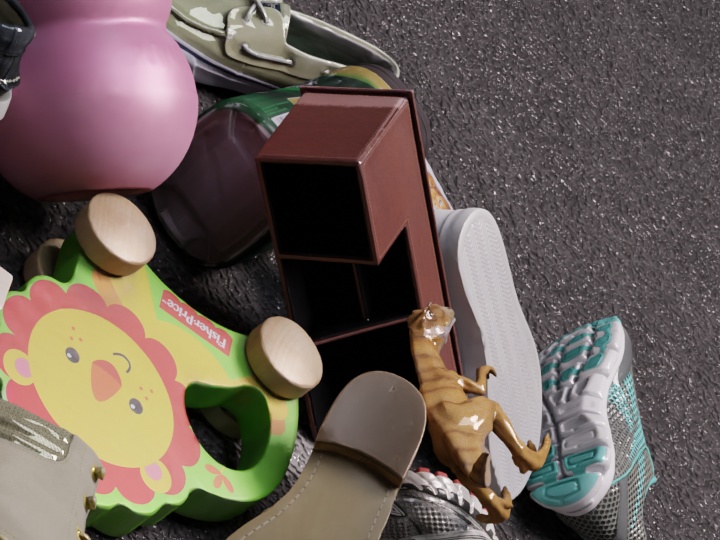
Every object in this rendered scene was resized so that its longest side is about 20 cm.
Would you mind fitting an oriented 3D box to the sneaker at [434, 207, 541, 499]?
[{"bbox_3d":[0.041,0.047,1.811,0.074,0.115,0.201,-46,132,-47],"label":"sneaker"}]

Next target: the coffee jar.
[{"bbox_3d":[-0.039,-0.068,1.809,0.085,0.104,0.200,54,28,8],"label":"coffee jar"}]

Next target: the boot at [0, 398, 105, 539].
[{"bbox_3d":[-0.146,0.156,1.424,0.200,0.072,0.155,42,27,-13],"label":"boot"}]

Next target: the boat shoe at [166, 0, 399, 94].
[{"bbox_3d":[-0.067,-0.151,1.896,0.199,0.062,0.072,23,37,-25],"label":"boat shoe"}]

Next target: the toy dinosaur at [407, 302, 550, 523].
[{"bbox_3d":[0.057,0.094,1.614,0.106,0.060,0.200,44,12,-29],"label":"toy dinosaur"}]

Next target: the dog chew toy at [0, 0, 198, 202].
[{"bbox_3d":[-0.156,-0.141,1.633,0.124,0.124,0.201,0,84,-54],"label":"dog chew toy"}]

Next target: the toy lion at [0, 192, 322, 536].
[{"bbox_3d":[-0.121,0.068,1.582,0.200,0.069,0.192,36,38,-23],"label":"toy lion"}]

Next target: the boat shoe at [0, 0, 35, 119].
[{"bbox_3d":[-0.228,-0.159,1.584,0.075,0.060,0.200,6,34,-44],"label":"boat shoe"}]

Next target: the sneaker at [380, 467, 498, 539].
[{"bbox_3d":[0.057,0.183,1.667,0.200,0.078,0.082,36,32,-23],"label":"sneaker"}]

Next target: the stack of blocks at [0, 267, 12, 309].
[{"bbox_3d":[-0.234,0.075,1.349,0.059,0.115,0.200,38,31,-19],"label":"stack of blocks"}]

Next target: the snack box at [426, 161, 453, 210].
[{"bbox_3d":[0.026,-0.052,1.963,0.072,0.024,0.200,4,52,-50],"label":"snack box"}]

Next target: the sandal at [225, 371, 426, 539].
[{"bbox_3d":[-0.029,0.153,1.587,0.077,0.070,0.212,29,59,7],"label":"sandal"}]

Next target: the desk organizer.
[{"bbox_3d":[0.000,0.000,1.696,0.077,0.071,0.201,-55,142,-49],"label":"desk organizer"}]

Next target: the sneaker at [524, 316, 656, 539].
[{"bbox_3d":[0.153,0.112,1.915,0.091,0.077,0.200,53,28,-26],"label":"sneaker"}]
